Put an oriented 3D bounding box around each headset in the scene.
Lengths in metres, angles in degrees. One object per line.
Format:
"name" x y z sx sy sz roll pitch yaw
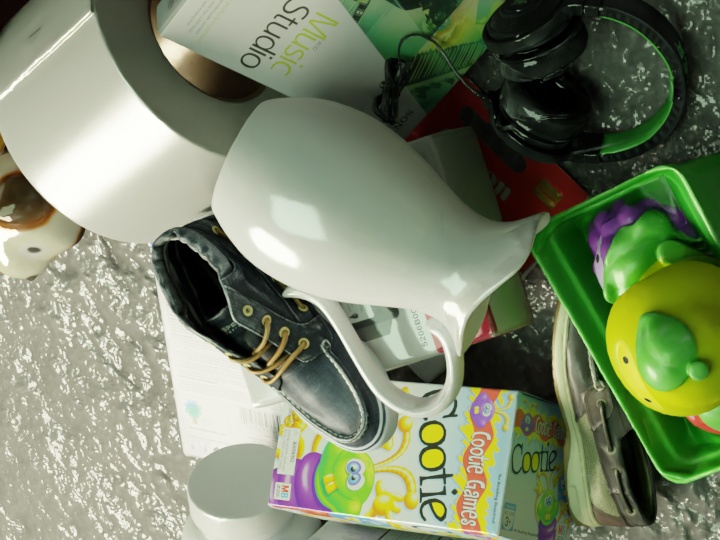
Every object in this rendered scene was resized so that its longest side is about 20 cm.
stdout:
"headset" 0.111 -0.121 1.441 0.199 0.094 0.124 5 129 14

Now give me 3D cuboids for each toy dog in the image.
"toy dog" -0.306 -0.070 1.784 0.200 0.139 0.194 28 91 23

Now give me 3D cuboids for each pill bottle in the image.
"pill bottle" -0.081 0.237 1.755 0.112 0.113 0.200 18 136 28

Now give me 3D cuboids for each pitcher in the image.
"pitcher" -0.001 -0.009 1.440 0.200 0.121 0.172 27 112 6

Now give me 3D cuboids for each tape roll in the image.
"tape roll" -0.142 -0.137 1.563 0.139 0.203 0.203 -33 93 43

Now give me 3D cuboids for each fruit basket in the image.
"fruit basket" 0.201 0.040 1.409 0.155 0.215 0.216 -26 97 42

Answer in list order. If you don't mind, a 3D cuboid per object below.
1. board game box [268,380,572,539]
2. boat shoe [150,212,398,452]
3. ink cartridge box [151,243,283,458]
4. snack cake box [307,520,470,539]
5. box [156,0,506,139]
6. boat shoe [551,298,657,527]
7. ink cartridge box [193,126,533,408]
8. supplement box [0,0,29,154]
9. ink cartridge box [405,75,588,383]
"board game box" 0.048 0.139 1.614 0.199 0.105 0.103 2 79 35
"boat shoe" -0.062 0.048 1.486 0.071 0.091 0.200 -45 79 25
"ink cartridge box" -0.097 0.063 1.747 0.119 0.042 0.201 10 122 31
"snack cake box" 0.002 0.248 1.666 0.115 0.200 0.067 11 121 32
"box" -0.014 -0.173 1.468 0.200 0.036 0.144 22 128 -29
"boat shoe" 0.176 0.091 1.547 0.066 0.072 0.202 5 118 24
"ink cartridge box" 0.000 0.000 1.546 0.199 0.083 0.146 -18 90 26
"supplement box" -0.322 -0.209 1.630 0.132 0.197 0.201 -3 117 8
"ink cartridge box" 0.048 -0.037 1.583 0.161 0.050 0.200 44 134 8
